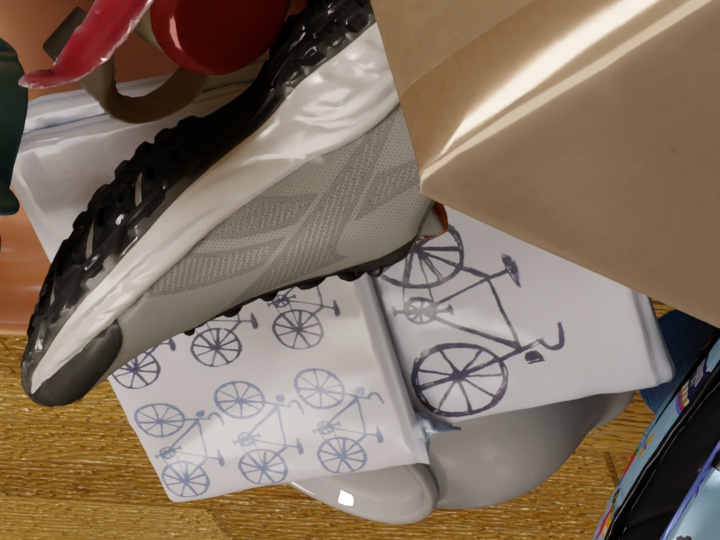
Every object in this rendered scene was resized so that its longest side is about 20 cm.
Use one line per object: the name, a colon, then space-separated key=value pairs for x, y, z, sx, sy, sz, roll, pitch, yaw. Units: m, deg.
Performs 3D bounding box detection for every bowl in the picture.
bowl: x=0.006 y=0.040 z=1.015 sx=0.200 sy=0.091 sz=0.201 roll=23 pitch=154 yaw=12

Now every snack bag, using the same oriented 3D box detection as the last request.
snack bag: x=0.000 y=0.000 z=0.845 sx=0.199 sy=0.021 sz=0.189 roll=-11 pitch=133 yaw=9

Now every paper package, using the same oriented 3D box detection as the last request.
paper package: x=0.126 y=-0.085 z=0.657 sx=0.199 sy=0.104 sz=0.190 roll=-32 pitch=148 yaw=27

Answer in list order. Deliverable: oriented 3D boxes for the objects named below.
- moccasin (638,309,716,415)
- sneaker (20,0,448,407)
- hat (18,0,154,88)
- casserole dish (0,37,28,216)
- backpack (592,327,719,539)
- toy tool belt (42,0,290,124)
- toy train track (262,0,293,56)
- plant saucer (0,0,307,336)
moccasin: x=0.213 y=0.042 z=1.021 sx=0.199 sy=0.081 sz=0.068 roll=1 pitch=-176 yaw=13
sneaker: x=-0.026 y=-0.017 z=0.760 sx=0.200 sy=0.074 sz=0.079 roll=-38 pitch=112 yaw=17
hat: x=0.028 y=-0.144 z=0.563 sx=0.165 sy=0.177 sz=0.200 roll=12 pitch=156 yaw=-6
casserole dish: x=-0.169 y=-0.081 z=0.675 sx=0.199 sy=0.039 sz=0.121 roll=32 pitch=-174 yaw=8
backpack: x=0.157 y=0.095 z=0.906 sx=0.134 sy=0.201 sz=0.183 roll=31 pitch=-176 yaw=7
toy tool belt: x=-0.109 y=-0.142 z=0.718 sx=0.123 sy=0.125 sz=0.200 roll=34 pitch=172 yaw=46
toy train track: x=0.018 y=-0.090 z=0.790 sx=0.199 sy=0.033 sz=0.115 roll=21 pitch=125 yaw=-13
plant saucer: x=-0.105 y=-0.071 z=0.837 sx=0.199 sy=0.038 sz=0.201 roll=-6 pitch=122 yaw=-10
